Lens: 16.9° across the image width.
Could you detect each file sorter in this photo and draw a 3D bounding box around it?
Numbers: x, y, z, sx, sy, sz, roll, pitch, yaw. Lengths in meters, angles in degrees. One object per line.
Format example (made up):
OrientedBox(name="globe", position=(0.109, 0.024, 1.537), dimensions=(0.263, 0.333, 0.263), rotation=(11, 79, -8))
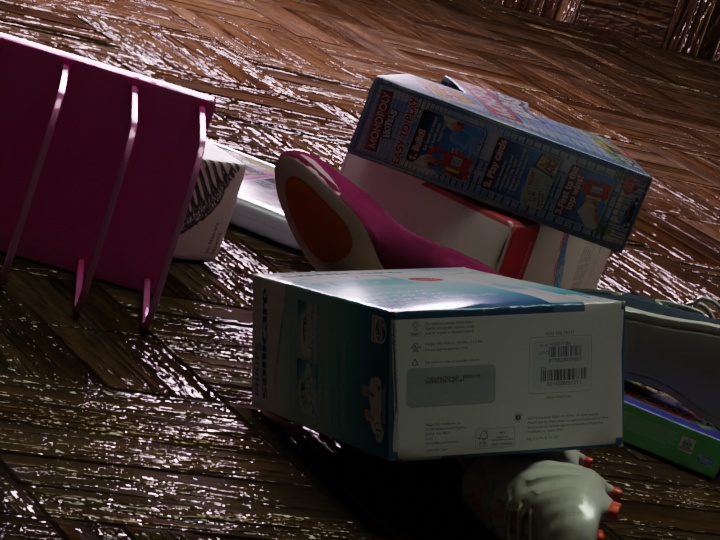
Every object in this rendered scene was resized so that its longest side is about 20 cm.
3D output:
OrientedBox(name="file sorter", position=(-0.206, -0.059, 1.533), dimensions=(0.200, 0.139, 0.125), rotation=(16, 16, -9))

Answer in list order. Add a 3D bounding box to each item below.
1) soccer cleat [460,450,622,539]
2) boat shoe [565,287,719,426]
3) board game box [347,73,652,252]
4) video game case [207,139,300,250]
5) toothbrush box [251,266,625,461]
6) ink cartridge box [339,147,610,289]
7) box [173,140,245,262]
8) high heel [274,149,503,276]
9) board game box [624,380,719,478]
OrientedBox(name="soccer cleat", position=(0.094, 0.130, 1.328), dimensions=(0.077, 0.069, 0.200), rotation=(13, 6, -3))
OrientedBox(name="boat shoe", position=(0.219, 0.057, 1.659), dimensions=(0.200, 0.075, 0.062), rotation=(12, 22, 16))
OrientedBox(name="board game box", position=(0.083, -0.095, 1.738), dimensions=(0.200, 0.062, 0.200), rotation=(18, 13, -16))
OrientedBox(name="video game case", position=(-0.098, -0.067, 1.972), dimensions=(0.200, 0.024, 0.182), rotation=(22, 13, 17))
OrientedBox(name="toothbrush box", position=(0.040, 0.049, 1.383), dimensions=(0.146, 0.085, 0.200), rotation=(-2, 5, -23))
OrientedBox(name="ink cartridge box", position=(0.082, -0.028, 1.789), dimensions=(0.148, 0.086, 0.200), rotation=(26, 12, 26))
OrientedBox(name="box", position=(-0.183, -0.060, 1.693), dimensions=(0.200, 0.082, 0.068), rotation=(4, 20, -44))
OrientedBox(name="high heel", position=(0.024, -0.020, 1.626), dimensions=(0.067, 0.200, 0.096), rotation=(-18, 26, 46))
OrientedBox(name="board game box", position=(0.175, 0.085, 1.702), dimensions=(0.200, 0.029, 0.135), rotation=(22, 12, 17))
